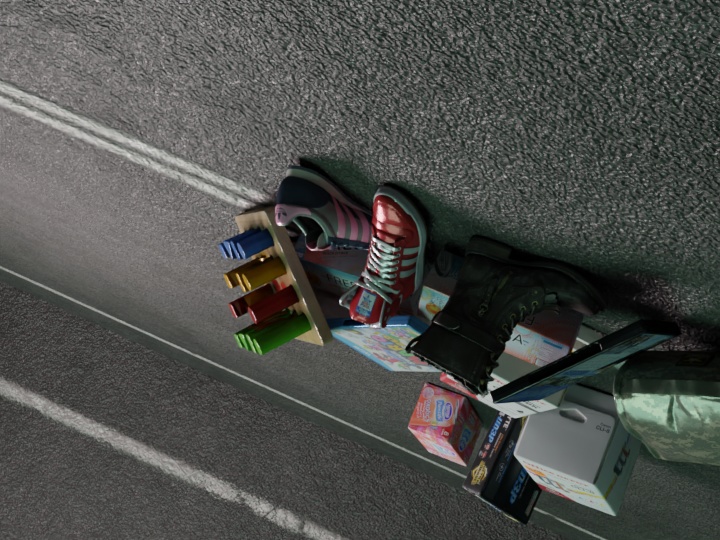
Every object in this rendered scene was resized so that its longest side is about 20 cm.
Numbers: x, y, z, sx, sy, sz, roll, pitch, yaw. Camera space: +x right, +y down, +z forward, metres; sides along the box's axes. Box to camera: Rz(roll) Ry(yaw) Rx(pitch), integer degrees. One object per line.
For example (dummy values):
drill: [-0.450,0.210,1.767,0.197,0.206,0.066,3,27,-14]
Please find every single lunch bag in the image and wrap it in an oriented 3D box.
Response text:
lunch bag: [0.406,0.158,1.259,0.162,0.119,0.200,1,158,33]

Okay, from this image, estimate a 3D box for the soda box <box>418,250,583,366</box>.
soda box: [0.176,0.051,1.330,0.198,0.069,0.064,23,142,10]

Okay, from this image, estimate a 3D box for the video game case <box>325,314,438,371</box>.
video game case: [0.055,0.102,1.445,0.142,0.018,0.199,33,158,-30]

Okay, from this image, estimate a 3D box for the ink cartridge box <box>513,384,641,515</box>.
ink cartridge box: [0.356,0.284,1.713,0.144,0.146,0.200,16,161,30]

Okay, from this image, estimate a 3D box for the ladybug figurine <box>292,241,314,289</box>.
ladybug figurine: [-0.090,0.010,1.646,0.135,0.073,0.199,33,163,-26]

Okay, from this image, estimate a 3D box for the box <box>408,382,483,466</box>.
box: [0.177,0.320,2.180,0.094,0.104,0.200,18,162,24]

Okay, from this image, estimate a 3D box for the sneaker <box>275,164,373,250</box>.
sneaker: [-0.032,-0.051,1.342,0.199,0.083,0.070,33,160,-32]

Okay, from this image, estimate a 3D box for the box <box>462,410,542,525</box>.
box: [0.277,0.325,1.861,0.046,0.202,0.159,14,161,48]

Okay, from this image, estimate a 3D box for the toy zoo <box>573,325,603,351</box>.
toy zoo: [0.254,0.082,1.447,0.198,0.021,0.131,27,164,-4]

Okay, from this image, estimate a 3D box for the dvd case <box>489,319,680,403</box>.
dvd case: [0.260,0.106,1.220,0.199,0.018,0.142,-30,161,27]

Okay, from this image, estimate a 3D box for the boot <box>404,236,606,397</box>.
boot: [0.171,0.068,1.243,0.198,0.176,0.069,20,164,19]

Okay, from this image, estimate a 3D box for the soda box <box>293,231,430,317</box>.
soda box: [0.000,0.000,1.472,0.198,0.064,0.069,17,148,26]

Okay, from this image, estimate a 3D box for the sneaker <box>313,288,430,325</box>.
sneaker: [0.022,0.081,1.532,0.197,0.074,0.116,4,137,17]

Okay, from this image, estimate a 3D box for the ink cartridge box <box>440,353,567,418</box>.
ink cartridge box: [0.220,0.149,1.598,0.143,0.085,0.200,27,164,-4]

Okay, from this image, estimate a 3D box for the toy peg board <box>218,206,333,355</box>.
toy peg board: [-0.146,0.024,1.507,0.201,0.097,0.200,66,163,-8]

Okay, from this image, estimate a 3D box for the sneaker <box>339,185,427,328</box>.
sneaker: [0.025,-0.006,1.292,0.071,0.113,0.201,28,152,26]
